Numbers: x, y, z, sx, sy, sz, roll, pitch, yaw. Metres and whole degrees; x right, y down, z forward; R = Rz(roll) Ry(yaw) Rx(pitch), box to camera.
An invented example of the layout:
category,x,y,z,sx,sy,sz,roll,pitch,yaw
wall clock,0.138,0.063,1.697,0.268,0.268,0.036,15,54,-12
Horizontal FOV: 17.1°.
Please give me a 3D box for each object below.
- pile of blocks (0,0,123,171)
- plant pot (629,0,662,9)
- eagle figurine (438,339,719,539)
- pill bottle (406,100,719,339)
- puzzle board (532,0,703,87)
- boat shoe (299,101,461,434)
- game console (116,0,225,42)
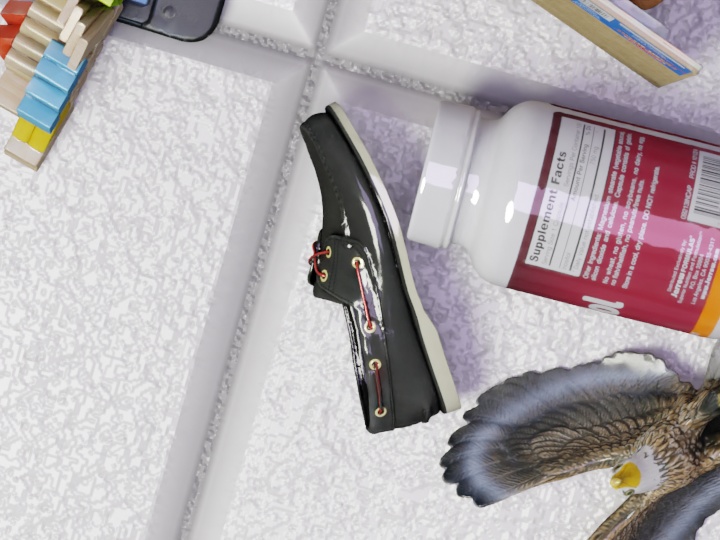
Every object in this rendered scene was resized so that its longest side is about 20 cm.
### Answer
category,x,y,z,sx,sy,sz,roll,pitch,yaw
pile of blocks,-0.182,-0.143,1.396,0.062,0.082,0.200,30,121,-2
plant pot,0.139,-0.265,1.351,0.140,0.200,0.200,25,96,16
eagle figurine,0.168,0.119,1.429,0.200,0.151,0.152,-30,50,33
pill bottle,0.133,-0.035,1.404,0.200,0.113,0.113,14,96,1
puzzle board,0.105,-0.170,1.372,0.200,0.151,0.017,34,90,-2
boat shoe,0.000,0.000,1.431,0.063,0.074,0.202,-19,100,-4
game console,-0.162,-0.239,1.390,0.200,0.118,0.171,17,96,1
